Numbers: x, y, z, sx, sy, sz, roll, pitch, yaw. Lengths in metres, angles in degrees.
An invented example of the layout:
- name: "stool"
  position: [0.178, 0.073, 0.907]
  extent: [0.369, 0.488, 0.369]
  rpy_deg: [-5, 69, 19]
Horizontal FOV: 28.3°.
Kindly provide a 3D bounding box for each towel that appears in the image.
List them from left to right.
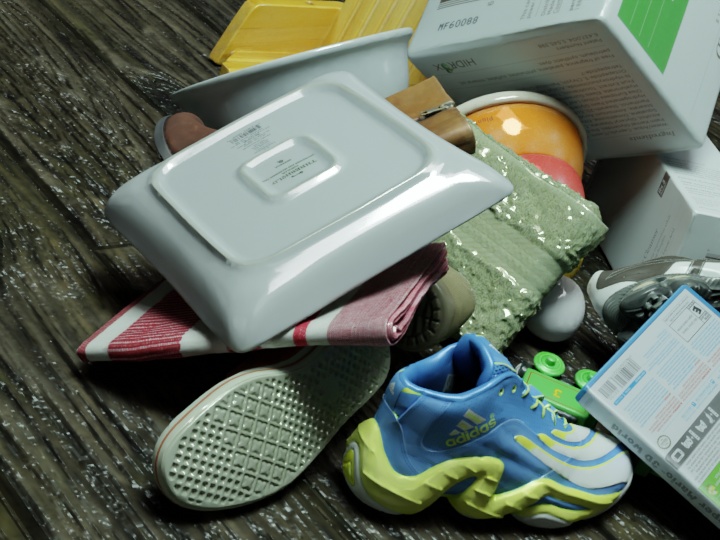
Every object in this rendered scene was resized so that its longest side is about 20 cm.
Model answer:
- name: "towel"
  position: [-0.055, 0.023, 0.881]
  extent: [0.200, 0.023, 0.144]
  rpy_deg: [-5, 17, 20]
- name: "towel"
  position: [0.066, -0.037, 1.052]
  extent: [0.200, 0.148, 0.036]
  rpy_deg: [38, -6, 28]

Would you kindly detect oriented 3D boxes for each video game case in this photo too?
- name: "video game case"
  position: [0.251, 0.110, 0.924]
  extent: [0.200, 0.018, 0.143]
  rpy_deg: [42, 47, 12]

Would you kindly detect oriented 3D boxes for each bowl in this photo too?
- name: "bowl"
  position: [-0.043, -0.125, 1.142]
  extent: [0.201, 0.090, 0.201]
  rpy_deg: [-16, 7, 2]

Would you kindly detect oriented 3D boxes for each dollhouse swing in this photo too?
- name: "dollhouse swing"
  position: [-0.003, -0.226, 1.302]
  extent: [0.182, 0.176, 0.200]
  rpy_deg: [-4, 36, -37]

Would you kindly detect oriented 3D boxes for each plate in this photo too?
- name: "plate"
  position: [-0.041, -0.053, 0.886]
  extent: [0.199, 0.032, 0.200]
  rpy_deg: [-31, 41, -17]

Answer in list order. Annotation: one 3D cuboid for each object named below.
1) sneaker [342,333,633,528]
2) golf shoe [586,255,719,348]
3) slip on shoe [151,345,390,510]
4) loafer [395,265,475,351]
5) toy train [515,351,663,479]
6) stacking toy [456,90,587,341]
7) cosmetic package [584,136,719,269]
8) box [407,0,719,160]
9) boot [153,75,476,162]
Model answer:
- name: "sneaker"
  position: [0.091, 0.094, 0.849]
  extent: [0.200, 0.105, 0.076]
  rpy_deg: [1, 32, -29]
- name: "golf shoe"
  position: [0.263, 0.017, 1.069]
  extent: [0.200, 0.078, 0.094]
  rpy_deg: [2, 21, -24]
- name: "slip on shoe"
  position: [-0.056, 0.081, 0.841]
  extent: [0.061, 0.074, 0.200]
  rpy_deg: [-6, 19, 36]
- name: "loafer"
  position: [0.000, 0.000, 1.004]
  extent: [0.200, 0.076, 0.067]
  rpy_deg: [35, 19, 37]
- name: "toy train"
  position: [0.192, 0.113, 0.950]
  extent: [0.200, 0.042, 0.056]
  rpy_deg: [23, 38, 7]
- name: "stacking toy"
  position: [0.125, -0.026, 1.107]
  extent: [0.146, 0.146, 0.200]
  rpy_deg: [7, 48, -21]
- name: "cosmetic package"
  position: [0.261, -0.044, 1.201]
  extent: [0.081, 0.113, 0.200]
  rpy_deg: [10, 27, -17]
- name: "box"
  position: [0.186, -0.215, 1.186]
  extent: [0.200, 0.199, 0.171]
  rpy_deg: [-2, -34, 42]
- name: "boot"
  position: [-0.037, -0.095, 0.994]
  extent: [0.200, 0.069, 0.188]
  rpy_deg: [-27, 28, -3]
